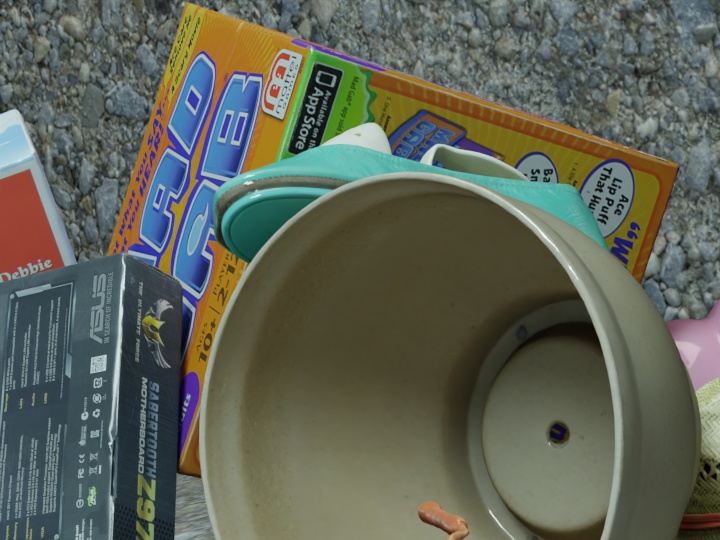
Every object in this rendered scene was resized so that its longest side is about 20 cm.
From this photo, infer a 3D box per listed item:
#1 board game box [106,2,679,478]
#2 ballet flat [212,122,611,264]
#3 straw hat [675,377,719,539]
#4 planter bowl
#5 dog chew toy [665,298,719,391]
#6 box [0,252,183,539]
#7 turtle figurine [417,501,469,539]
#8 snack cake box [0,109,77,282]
[{"bbox_3d":[0.000,0.000,1.058,0.199,0.201,0.200,16,6,-24],"label":"board game box"},{"bbox_3d":[0.020,-0.025,0.919,0.199,0.071,0.067,12,-43,-29],"label":"ballet flat"},{"bbox_3d":[0.182,0.085,0.925,0.200,0.085,0.201,-12,0,0],"label":"straw hat"},{"bbox_3d":[0.054,0.065,0.848,0.200,0.201,0.135,-13,-10,38],"label":"planter bowl"},{"bbox_3d":[0.180,0.073,1.069,0.199,0.125,0.125,-21,0,1],"label":"dog chew toy"},{"bbox_3d":[-0.157,0.104,0.950,0.157,0.201,0.051,-13,-26,28],"label":"box"},{"bbox_3d":[-0.051,0.149,0.740,0.161,0.065,0.200,-18,-10,-35],"label":"turtle figurine"},{"bbox_3d":[-0.242,0.011,1.057,0.199,0.115,0.067,-20,29,-8],"label":"snack cake box"}]
